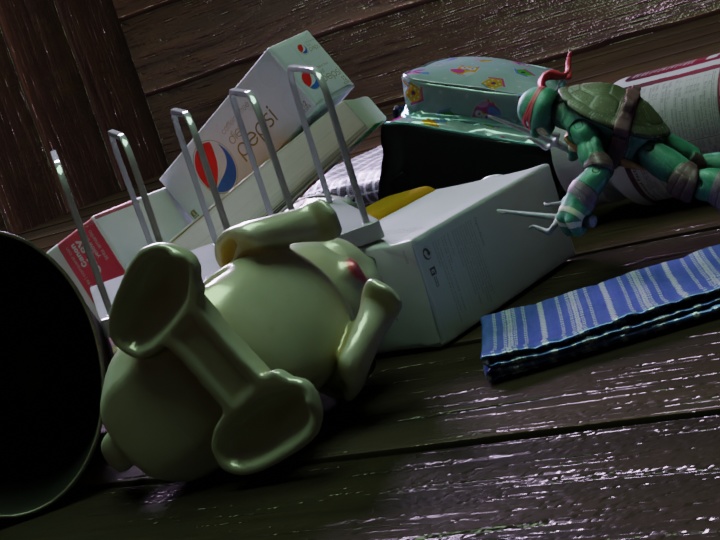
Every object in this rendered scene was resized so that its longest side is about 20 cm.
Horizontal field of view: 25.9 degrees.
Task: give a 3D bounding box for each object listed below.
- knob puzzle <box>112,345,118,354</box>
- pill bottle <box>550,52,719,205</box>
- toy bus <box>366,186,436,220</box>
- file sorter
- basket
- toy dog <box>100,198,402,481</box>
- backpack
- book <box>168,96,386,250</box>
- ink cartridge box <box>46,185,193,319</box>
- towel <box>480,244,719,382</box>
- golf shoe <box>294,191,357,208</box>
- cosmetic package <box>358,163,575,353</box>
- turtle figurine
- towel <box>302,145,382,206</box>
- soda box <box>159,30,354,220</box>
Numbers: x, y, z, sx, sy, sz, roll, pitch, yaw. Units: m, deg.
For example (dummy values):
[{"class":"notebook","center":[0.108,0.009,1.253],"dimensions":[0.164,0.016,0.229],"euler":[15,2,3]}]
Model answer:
[{"class":"knob puzzle","center":[-0.256,0.101,1.287],"dimensions":[0.219,0.030,0.220],"euler":[-18,9,3]},{"class":"pill bottle","center":[0.263,-0.113,1.273],"dimensions":[0.200,0.110,0.110],"euler":[-11,12,39]},{"class":"toy bus","center":[0.000,0.000,1.221],"dimensions":[0.065,0.078,0.200],"euler":[-12,11,36]},{"class":"file sorter","center":[-0.109,-0.055,1.103],"dimensions":[0.200,0.125,0.139],"euler":[-21,12,-9]},{"class":"basket","center":[-0.232,0.070,1.066],"dimensions":[0.136,0.181,0.200],"euler":[-11,-3,-4]},{"class":"toy dog","center":[-0.055,0.048,0.957],"dimensions":[0.200,0.140,0.194],"euler":[-34,-18,-55]},{"class":"backpack","center":[0.114,-0.117,1.424],"dimensions":[0.176,0.153,0.200],"euler":[6,8,14]},{"class":"book","center":[-0.069,-0.077,1.376],"dimensions":[0.200,0.048,0.134],"euler":[-41,1,12]},{"class":"ink cartridge box","center":[-0.254,0.019,1.432],"dimensions":[0.200,0.083,0.145],"euler":[-34,0,26]},{"class":"towel","center":[0.169,0.015,0.968],"dimensions":[0.200,0.024,0.145],"euler":[-17,8,7]},{"class":"golf shoe","center":[-0.081,-0.016,1.570],"dimensions":[0.200,0.077,0.088],"euler":[-17,29,26]},{"class":"cosmetic package","center":[0.060,-0.008,1.151],"dimensions":[0.113,0.081,0.200],"euler":[-11,11,40]},{"class":"turtle figurine","center":[0.177,-0.081,1.099],"dimensions":[0.200,0.101,0.150],"euler":[19,36,11]},{"class":"towel","center":[0.058,-0.096,1.670],"dimensions":[0.166,0.086,0.200],"euler":[-9,13,44]},{"class":"soda box","center":[-0.095,-0.122,1.396],"dimensions":[0.200,0.068,0.064],"euler":[-44,-6,40]}]
